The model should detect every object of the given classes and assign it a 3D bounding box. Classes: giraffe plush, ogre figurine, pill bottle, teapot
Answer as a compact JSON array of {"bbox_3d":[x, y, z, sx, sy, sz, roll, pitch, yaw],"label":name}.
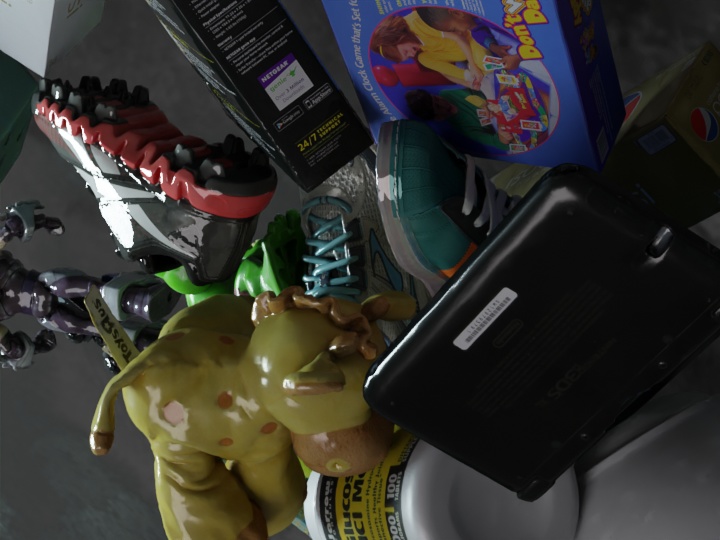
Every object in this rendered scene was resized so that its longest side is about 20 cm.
[{"bbox_3d":[-0.045,0.069,1.093,0.161,0.174,0.200,-13,135,28],"label":"giraffe plush"},{"bbox_3d":[-0.064,0.020,1.247,0.119,0.099,0.199,-4,158,40],"label":"ogre figurine"},{"bbox_3d":[0.040,0.143,1.147,0.112,0.113,0.200,46,158,-12],"label":"pill bottle"},{"bbox_3d":[0.186,0.144,1.132,0.147,0.199,0.198,57,167,14],"label":"teapot"}]

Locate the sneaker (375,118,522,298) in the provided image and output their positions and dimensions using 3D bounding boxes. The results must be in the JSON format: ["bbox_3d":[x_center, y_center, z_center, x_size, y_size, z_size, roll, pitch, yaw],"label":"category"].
[{"bbox_3d":[0.071,-0.017,1.004,0.079,0.072,0.200,-10,144,21],"label":"sneaker"}]

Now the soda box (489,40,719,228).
[{"bbox_3d":[0.136,-0.046,1.042,0.064,0.068,0.200,45,143,-11],"label":"soda box"}]

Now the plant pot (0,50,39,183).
[{"bbox_3d":[-0.334,-0.122,1.291,0.199,0.142,0.142,29,144,-1],"label":"plant pot"}]

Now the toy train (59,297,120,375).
[{"bbox_3d":[-0.166,0.069,1.447,0.199,0.034,0.046,38,131,1],"label":"toy train"}]

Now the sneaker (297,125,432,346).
[{"bbox_3d":[0.000,0.000,1.176,0.077,0.086,0.202,-3,118,43],"label":"sneaker"}]

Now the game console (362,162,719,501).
[{"bbox_3d":[0.125,0.019,0.984,0.175,0.117,0.200,30,130,-12],"label":"game console"}]

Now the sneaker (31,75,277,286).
[{"bbox_3d":[-0.136,-0.054,1.145,0.200,0.070,0.099,29,119,34],"label":"sneaker"}]

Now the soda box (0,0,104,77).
[{"bbox_3d":[-0.187,-0.214,1.125,0.063,0.068,0.201,31,143,8],"label":"soda box"}]

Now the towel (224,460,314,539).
[{"bbox_3d":[-0.024,0.166,1.359,0.199,0.147,0.022,37,101,7],"label":"towel"}]

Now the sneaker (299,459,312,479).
[{"bbox_3d":[-0.015,0.122,1.314,0.083,0.075,0.200,24,171,40],"label":"sneaker"}]

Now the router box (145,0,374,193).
[{"bbox_3d":[-0.075,-0.136,1.045,0.150,0.051,0.200,55,176,-23],"label":"router box"}]

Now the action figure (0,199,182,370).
[{"bbox_3d":[-0.230,0.020,1.395,0.198,0.069,0.131,13,118,14],"label":"action figure"}]

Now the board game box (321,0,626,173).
[{"bbox_3d":[0.047,-0.139,0.927,0.133,0.045,0.201,10,144,27],"label":"board game box"}]
